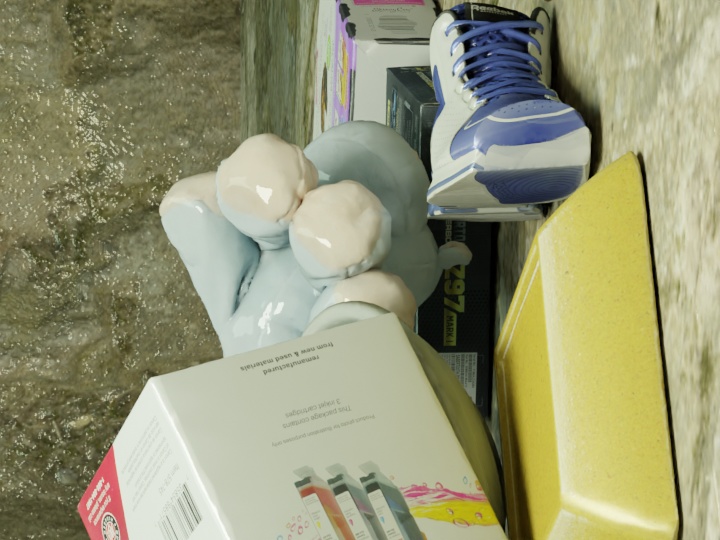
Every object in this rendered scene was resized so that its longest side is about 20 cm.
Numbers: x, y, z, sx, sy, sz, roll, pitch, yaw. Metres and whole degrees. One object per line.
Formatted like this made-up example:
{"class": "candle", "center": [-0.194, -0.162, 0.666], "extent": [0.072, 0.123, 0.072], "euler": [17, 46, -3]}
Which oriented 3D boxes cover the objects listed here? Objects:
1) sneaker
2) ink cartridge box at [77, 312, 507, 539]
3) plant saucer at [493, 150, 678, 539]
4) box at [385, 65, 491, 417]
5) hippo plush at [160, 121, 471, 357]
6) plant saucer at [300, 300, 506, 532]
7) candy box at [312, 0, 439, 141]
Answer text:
{"class": "sneaker", "center": [0.068, -0.090, 1.561], "extent": [0.199, 0.080, 0.116], "euler": [139, 129, -83]}
{"class": "ink cartridge box", "center": [-0.023, 0.152, 1.441], "extent": [0.201, 0.144, 0.145], "euler": [64, 148, 20]}
{"class": "plant saucer", "center": [0.102, 0.074, 1.419], "extent": [0.200, 0.048, 0.201], "euler": [104, 165, -62]}
{"class": "box", "center": [0.047, -0.019, 1.845], "extent": [0.158, 0.051, 0.201], "euler": [-126, 36, -76]}
{"class": "hippo plush", "center": [0.000, 0.000, 1.677], "extent": [0.159, 0.161, 0.201], "euler": [1, 112, 41]}
{"class": "plant saucer", "center": [0.028, 0.111, 1.537], "extent": [0.200, 0.050, 0.201], "euler": [32, 128, 53]}
{"class": "candy box", "center": [0.012, -0.111, 2.045], "extent": [0.200, 0.071, 0.169], "euler": [-107, 19, -66]}
